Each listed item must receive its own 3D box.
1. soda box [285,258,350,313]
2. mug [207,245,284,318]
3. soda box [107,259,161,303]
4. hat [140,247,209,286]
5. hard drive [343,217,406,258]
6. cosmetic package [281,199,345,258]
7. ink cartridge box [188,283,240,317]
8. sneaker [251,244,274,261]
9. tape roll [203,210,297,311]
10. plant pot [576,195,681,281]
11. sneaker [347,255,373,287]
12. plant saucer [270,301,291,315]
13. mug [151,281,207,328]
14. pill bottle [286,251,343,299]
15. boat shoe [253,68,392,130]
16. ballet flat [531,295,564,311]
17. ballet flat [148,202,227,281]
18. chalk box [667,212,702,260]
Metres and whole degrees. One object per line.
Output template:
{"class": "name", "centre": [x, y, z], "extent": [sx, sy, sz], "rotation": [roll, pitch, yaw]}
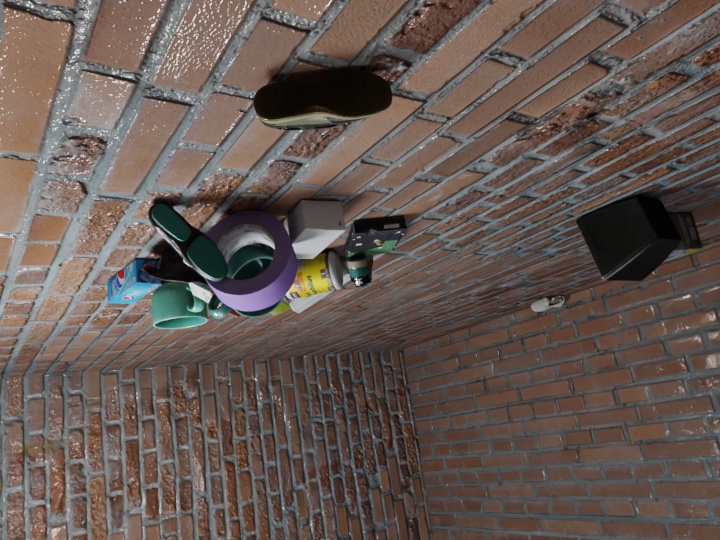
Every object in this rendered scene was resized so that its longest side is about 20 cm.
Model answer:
{"class": "soda box", "centre": [-0.125, 0.044, 1.748], "extent": [0.199, 0.064, 0.068], "rotation": [-33, 164, 3]}
{"class": "mug", "centre": [-0.275, 0.020, 1.391], "extent": [0.183, 0.154, 0.114], "rotation": [-7, -155, -31]}
{"class": "soda box", "centre": [-0.594, 0.032, 1.541], "extent": [0.067, 0.065, 0.199], "rotation": [5, 159, -42]}
{"class": "hat", "centre": [-0.425, -0.015, 1.418], "extent": [0.198, 0.082, 0.201], "rotation": [14, 179, 0]}
{"class": "hard drive", "centre": [0.034, -0.085, 1.545], "extent": [0.137, 0.038, 0.200], "rotation": [-7, 164, -9]}
{"class": "cosmetic package", "centre": [-0.122, -0.090, 1.359], "extent": [0.100, 0.072, 0.200], "rotation": [-1, 163, -28]}
{"class": "ink cartridge box", "centre": [-0.338, 0.044, 1.501], "extent": [0.198, 0.051, 0.109], "rotation": [20, -136, 39]}
{"class": "sneaker", "centre": [-0.270, -0.021, 1.535], "extent": [0.081, 0.075, 0.200], "rotation": [-3, 155, -25]}
{"class": "tape roll", "centre": [-0.239, -0.021, 1.266], "extent": [0.197, 0.203, 0.085], "rotation": [-9, 152, 0]}
{"class": "plant pot", "centre": [0.771, -0.102, 1.666], "extent": [0.197, 0.202, 0.177], "rotation": [2, 149, -34]}
{"class": "sneaker", "centre": [0.000, 0.000, 1.670], "extent": [0.070, 0.081, 0.200], "rotation": [-5, -173, 10]}
{"class": "plant saucer", "centre": [-0.313, 0.069, 1.684], "extent": [0.198, 0.048, 0.200], "rotation": [24, 171, 13]}
{"class": "mug", "centre": [-0.505, 0.091, 1.688], "extent": [0.182, 0.116, 0.152], "rotation": [-13, 164, 12]}
{"class": "pill bottle", "centre": [-0.155, 0.017, 1.666], "extent": [0.197, 0.111, 0.109], "rotation": [-12, 165, 11]}
{"class": "boat shoe", "centre": [-0.054, -0.244, 0.853], "extent": [0.197, 0.074, 0.065], "rotation": [-4, 176, -6]}
{"class": "ballet flat", "centre": [0.956, 0.160, 2.996], "extent": [0.197, 0.070, 0.069], "rotation": [-7, 166, -24]}
{"class": "ballet flat", "centre": [-0.350, -0.055, 1.197], "extent": [0.073, 0.200, 0.073], "rotation": [-40, -165, 13]}
{"class": "chalk box", "centre": [0.989, -0.105, 1.882], "extent": [0.197, 0.126, 0.124], "rotation": [-2, 164, -21]}
